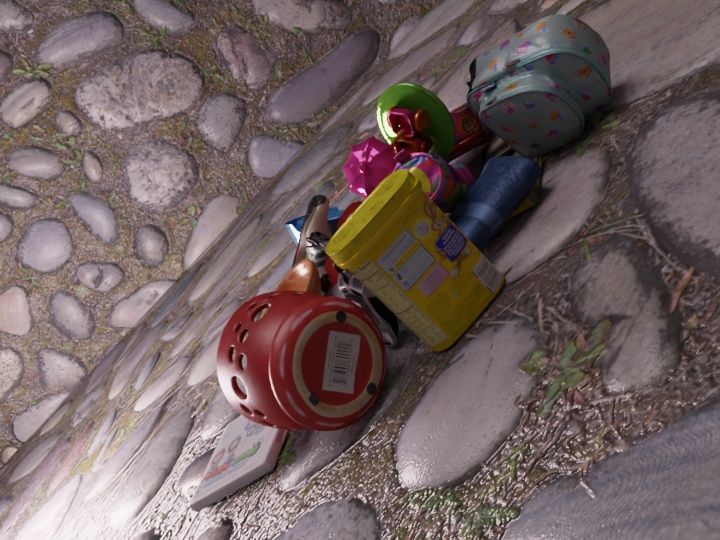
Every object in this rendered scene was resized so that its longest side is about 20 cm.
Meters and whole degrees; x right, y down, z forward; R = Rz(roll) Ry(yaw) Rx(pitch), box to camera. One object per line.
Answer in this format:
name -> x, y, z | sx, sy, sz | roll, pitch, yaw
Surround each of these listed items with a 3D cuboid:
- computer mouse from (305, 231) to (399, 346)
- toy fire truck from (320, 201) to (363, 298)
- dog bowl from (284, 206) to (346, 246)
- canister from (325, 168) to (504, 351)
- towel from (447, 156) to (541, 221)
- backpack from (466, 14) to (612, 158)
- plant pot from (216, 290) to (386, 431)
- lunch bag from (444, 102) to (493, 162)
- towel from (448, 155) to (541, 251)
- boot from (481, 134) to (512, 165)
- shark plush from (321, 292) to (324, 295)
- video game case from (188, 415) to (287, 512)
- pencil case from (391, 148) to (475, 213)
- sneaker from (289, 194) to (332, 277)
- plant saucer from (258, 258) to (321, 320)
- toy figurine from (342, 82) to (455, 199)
computer mouse -> 0.003, 0.025, 1.102 | 0.044, 0.200, 0.109 | -45, 31, -24
toy fire truck -> 0.000, 0.000, 1.227 | 0.168, 0.112, 0.200 | -44, 42, 18
dog bowl -> -0.058, -0.082, 1.422 | 0.111, 0.050, 0.200 | -24, 15, -33
canister -> 0.074, -0.009, 1.000 | 0.149, 0.200, 0.087 | -47, 17, -5
towel -> 0.199, -0.092, 1.192 | 0.200, 0.023, 0.144 | -37, 21, 30
backpack -> 0.280, -0.280, 1.171 | 0.200, 0.175, 0.154 | -31, 40, 38
plant pot -> -0.079, 0.125, 1.070 | 0.201, 0.200, 0.182 | -54, 22, -22
lunch bag -> 0.151, -0.238, 1.416 | 0.176, 0.082, 0.200 | -27, 3, 22
towel -> 0.173, -0.085, 1.119 | 0.200, 0.049, 0.112 | -50, 18, -9
boot -> 0.261, -0.281, 1.334 | 0.200, 0.097, 0.075 | -46, 17, -1
shark plush -> -0.053, 0.066, 1.427 | 0.199, 0.091, 0.083 | -28, 36, -8
video game case -> -0.184, 0.285, 1.252 | 0.200, 0.024, 0.182 | -36, 20, 32
pencil case -> 0.114, -0.133, 1.165 | 0.088, 0.089, 0.200 | -41, -15, 17
sneaker -> -0.062, -0.043, 1.328 | 0.071, 0.093, 0.200 | -79, 6, -50
plant saucer -> -0.121, 0.076, 1.266 | 0.200, 0.037, 0.201 | -50, 20, 26
toy figurine -> 0.049, -0.168, 1.234 | 0.150, 0.201, 0.184 | 15, 47, 32
